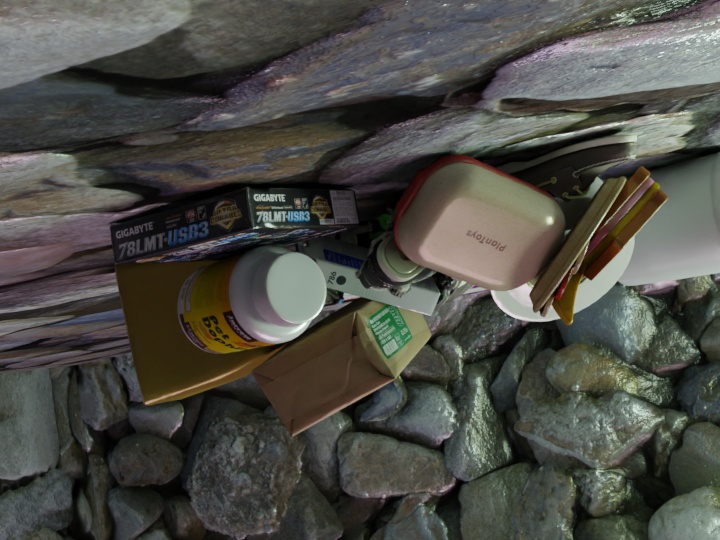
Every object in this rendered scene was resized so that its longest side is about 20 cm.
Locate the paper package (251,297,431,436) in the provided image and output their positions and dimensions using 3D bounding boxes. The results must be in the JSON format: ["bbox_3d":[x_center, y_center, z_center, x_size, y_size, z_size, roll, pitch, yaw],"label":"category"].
[{"bbox_3d":[-0.019,0.110,1.409,0.190,0.104,0.200,-32,-179,23],"label":"paper package"}]

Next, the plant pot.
[{"bbox_3d":[-0.205,0.068,1.475,0.198,0.197,0.194,-13,175,4],"label":"plant pot"}]

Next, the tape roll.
[{"bbox_3d":[0.245,-0.032,1.344,0.201,0.071,0.204,-10,131,-11],"label":"tape roll"}]

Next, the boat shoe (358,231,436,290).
[{"bbox_3d":[0.079,-0.033,1.218,0.199,0.072,0.068,-28,169,-38],"label":"boat shoe"}]

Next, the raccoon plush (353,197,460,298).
[{"bbox_3d":[0.081,0.000,1.313,0.096,0.135,0.200,10,153,45],"label":"raccoon plush"}]

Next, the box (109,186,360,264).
[{"bbox_3d":[-0.134,-0.048,1.146,0.199,0.050,0.198,-13,174,33],"label":"box"}]

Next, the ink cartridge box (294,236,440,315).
[{"bbox_3d":[0.000,0.000,1.365,0.198,0.039,0.100,17,-160,-13],"label":"ink cartridge box"}]

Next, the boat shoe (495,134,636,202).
[{"bbox_3d":[0.228,-0.106,1.197,0.199,0.060,0.072,-15,173,38],"label":"boat shoe"}]

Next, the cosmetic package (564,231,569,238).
[{"bbox_3d":[0.251,-0.059,1.516,0.089,0.108,0.200,-9,176,-20],"label":"cosmetic package"}]

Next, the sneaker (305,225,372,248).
[{"bbox_3d":[0.002,-0.026,1.523,0.089,0.076,0.200,-7,178,27],"label":"sneaker"}]

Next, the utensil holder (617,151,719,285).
[{"bbox_3d":[0.457,-0.069,1.485,0.199,0.172,0.169,-14,174,40],"label":"utensil holder"}]

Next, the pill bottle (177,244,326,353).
[{"bbox_3d":[-0.123,0.033,1.194,0.109,0.110,0.199,-7,175,-35],"label":"pill bottle"}]

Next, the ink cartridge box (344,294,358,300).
[{"bbox_3d":[-0.010,-0.001,1.722,0.144,0.084,0.199,-7,173,-35],"label":"ink cartridge box"}]

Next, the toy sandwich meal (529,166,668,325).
[{"bbox_3d":[0.270,-0.024,1.206,0.070,0.206,0.205,34,170,7],"label":"toy sandwich meal"}]

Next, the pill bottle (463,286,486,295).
[{"bbox_3d":[0.153,-0.008,1.835,0.198,0.113,0.112,-10,175,-11],"label":"pill bottle"}]

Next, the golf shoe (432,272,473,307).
[{"bbox_3d":[0.158,-0.033,1.476,0.200,0.078,0.094,-46,156,22],"label":"golf shoe"}]

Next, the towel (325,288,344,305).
[{"bbox_3d":[-0.087,0.003,1.444,0.146,0.024,0.200,33,179,3],"label":"towel"}]

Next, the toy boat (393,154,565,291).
[{"bbox_3d":[0.127,-0.066,1.163,0.199,0.131,0.131,20,119,-27],"label":"toy boat"}]

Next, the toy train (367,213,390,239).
[{"bbox_3d":[0.093,-0.056,1.492,0.199,0.057,0.042,-8,174,-36],"label":"toy train"}]
